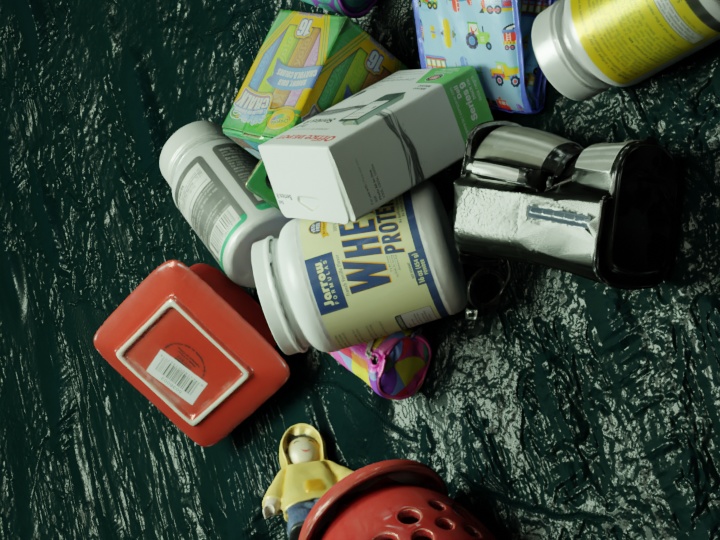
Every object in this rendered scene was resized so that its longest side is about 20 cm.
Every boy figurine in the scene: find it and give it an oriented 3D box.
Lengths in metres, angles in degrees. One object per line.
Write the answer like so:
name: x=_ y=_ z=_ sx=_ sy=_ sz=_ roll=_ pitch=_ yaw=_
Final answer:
boy figurine: x=-0.049 y=0.243 z=1.823 sx=0.201 sy=0.123 sz=0.065 roll=-103 pitch=4 yaw=-60

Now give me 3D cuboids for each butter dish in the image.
butter dish: x=-0.182 y=0.073 z=1.962 sx=0.200 sy=0.148 sz=0.199 roll=43 pitch=127 yaw=-8

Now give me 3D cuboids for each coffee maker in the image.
coffee maker: x=0.197 y=-0.040 z=1.575 sx=0.199 sy=0.134 sz=0.194 roll=16 pitch=122 yaw=48

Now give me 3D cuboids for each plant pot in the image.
plant pot: x=0.042 y=0.310 z=1.653 sx=0.183 sy=0.199 sz=0.202 roll=50 pitch=122 yaw=45

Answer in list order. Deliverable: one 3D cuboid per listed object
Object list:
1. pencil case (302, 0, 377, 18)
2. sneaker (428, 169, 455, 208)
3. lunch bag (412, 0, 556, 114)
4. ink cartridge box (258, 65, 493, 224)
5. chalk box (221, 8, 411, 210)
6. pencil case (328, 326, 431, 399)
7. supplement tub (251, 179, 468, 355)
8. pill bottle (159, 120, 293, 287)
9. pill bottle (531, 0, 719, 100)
pencil case: x=-0.056 y=-0.356 z=1.888 sx=0.199 sy=0.085 sz=0.093 roll=30 pitch=138 yaw=44
sneaker: x=0.022 y=-0.075 z=1.798 sx=0.199 sy=0.066 sz=0.079 roll=-31 pitch=45 yaw=35
lunch bag: x=0.125 y=-0.251 z=1.691 sx=0.150 sy=0.093 sz=0.203 roll=14 pitch=109 yaw=45
ink cartridge box: x=0.017 y=-0.131 z=1.684 sx=0.145 sy=0.199 sz=0.085 roll=6 pitch=122 yaw=56
chalk box: x=-0.056 y=-0.165 z=1.800 sx=0.123 sy=0.124 sz=0.202 roll=15 pitch=77 yaw=47
pencil case: x=-0.006 y=0.066 z=1.803 sx=0.199 sy=0.088 sz=0.089 roll=33 pitch=111 yaw=45
supplement tub: x=0.000 y=0.000 z=1.700 sx=0.198 sy=0.145 sz=0.147 roll=-18 pitch=70 yaw=8
pill bottle: x=-0.155 y=-0.083 z=1.955 sx=0.200 sy=0.112 sz=0.114 roll=52 pitch=123 yaw=37
pill bottle: x=0.260 y=-0.239 z=1.512 sx=0.199 sy=0.113 sz=0.116 roll=-27 pitch=68 yaw=43
